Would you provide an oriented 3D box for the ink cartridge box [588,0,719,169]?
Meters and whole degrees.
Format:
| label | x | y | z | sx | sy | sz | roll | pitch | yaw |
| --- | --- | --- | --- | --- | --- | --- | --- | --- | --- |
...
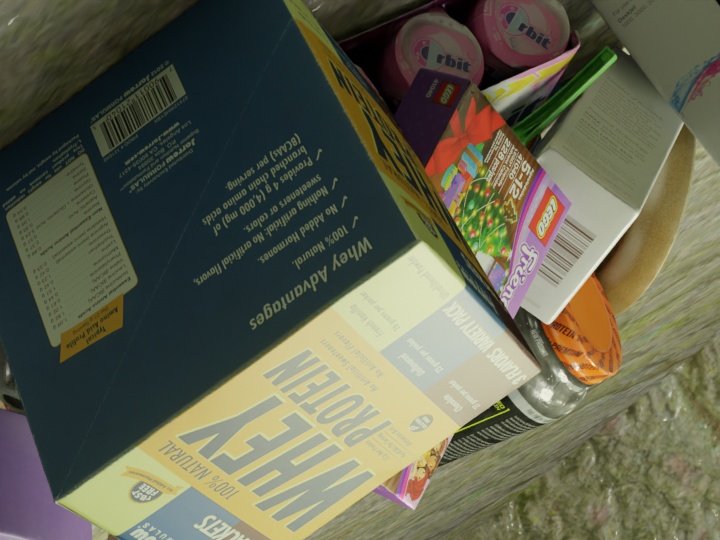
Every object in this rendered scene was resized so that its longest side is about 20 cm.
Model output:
| label | x | y | z | sx | sy | sz | roll | pitch | yaw |
| --- | --- | --- | --- | --- | --- | --- | --- | --- | --- |
| ink cartridge box | 0.257 | -0.131 | 1.190 | 0.085 | 0.201 | 0.144 | -43 | 164 | 24 |

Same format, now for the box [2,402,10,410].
| label | x | y | z | sx | sy | sz | roll | pitch | yaw |
| --- | --- | --- | --- | --- | --- | --- | --- | --- | --- |
| box | -0.129 | 0.060 | 1.166 | 0.200 | 0.103 | 0.094 | -40 | 163 | 29 |

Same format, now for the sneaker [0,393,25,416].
| label | x | y | z | sx | sy | sz | roll | pitch | yaw |
| --- | --- | --- | --- | --- | --- | --- | --- | --- | --- |
| sneaker | -0.140 | 0.007 | 1.070 | 0.199 | 0.081 | 0.083 | -31 | -176 | 18 |

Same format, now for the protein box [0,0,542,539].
| label | x | y | z | sx | sy | sz | roll | pitch | yaw |
| --- | --- | --- | --- | --- | --- | --- | --- | --- | --- |
| protein box | -0.059 | 0.004 | 0.855 | 0.198 | 0.201 | 0.135 | -35 | 141 | 9 |

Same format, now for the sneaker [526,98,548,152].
| label | x | y | z | sx | sy | sz | roll | pitch | yaw |
| --- | --- | --- | --- | --- | --- | --- | --- | --- | --- |
| sneaker | 0.040 | -0.071 | 1.174 | 0.199 | 0.073 | 0.077 | -34 | 156 | -8 |

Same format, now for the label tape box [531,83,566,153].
| label | x | y | z | sx | sy | sz | roll | pitch | yaw |
| --- | --- | --- | --- | --- | --- | --- | --- | --- | --- |
| label tape box | 0.072 | -0.051 | 1.320 | 0.200 | 0.064 | 0.144 | -41 | 165 | 29 |

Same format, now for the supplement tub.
| label | x | y | z | sx | sy | sz | roll | pitch | yaw |
| --- | --- | --- | --- | --- | --- | --- | --- | --- | --- |
| supplement tub | 0.076 | 0.064 | 1.271 | 0.199 | 0.124 | 0.122 | -24 | 171 | 25 |

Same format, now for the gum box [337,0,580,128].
| label | x | y | z | sx | sy | sz | roll | pitch | yaw |
| --- | --- | --- | --- | --- | --- | --- | --- | --- | --- |
| gum box | 0.028 | -0.097 | 1.058 | 0.199 | 0.066 | 0.114 | -26 | 165 | -26 |

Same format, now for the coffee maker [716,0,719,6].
| label | x | y | z | sx | sy | sz | roll | pitch | yaw |
| --- | --- | --- | --- | --- | --- | --- | --- | --- | --- |
| coffee maker | 0.211 | -0.179 | 0.915 | 0.134 | 0.201 | 0.192 | -15 | 155 | -46 |

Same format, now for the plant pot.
| label | x | y | z | sx | sy | sz | roll | pitch | yaw |
| --- | --- | --- | --- | --- | --- | --- | --- | --- | --- |
| plant pot | 0.179 | -0.065 | 1.315 | 0.027 | 0.202 | 0.200 | 11 | 146 | -21 |

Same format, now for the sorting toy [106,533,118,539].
| label | x | y | z | sx | sy | sz | roll | pitch | yaw |
| --- | --- | --- | --- | --- | --- | --- | --- | --- | --- |
| sorting toy | -0.101 | 0.134 | 1.230 | 0.036 | 0.187 | 0.199 | 27 | 154 | -34 |

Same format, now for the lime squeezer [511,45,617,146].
| label | x | y | z | sx | sy | sz | roll | pitch | yaw |
| --- | --- | --- | --- | --- | --- | --- | --- | --- | --- |
| lime squeezer | 0.063 | -0.070 | 1.037 | 0.199 | 0.038 | 0.071 | -26 | 134 | -24 |

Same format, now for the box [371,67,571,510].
| label | x | y | z | sx | sy | sz | roll | pitch | yaw |
| --- | --- | --- | --- | --- | --- | --- | --- | --- | --- |
| box | 0.031 | 0.012 | 0.972 | 0.137 | 0.039 | 0.201 | 42 | 72 | -50 |

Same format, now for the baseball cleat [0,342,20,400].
| label | x | y | z | sx | sy | sz | roll | pitch | yaw |
| --- | --- | --- | --- | --- | --- | --- | --- | --- | --- |
| baseball cleat | -0.142 | 0.059 | 0.982 | 0.107 | 0.198 | 0.070 | -85 | -174 | -70 |

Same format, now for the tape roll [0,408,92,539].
| label | x | y | z | sx | sy | sz | roll | pitch | yaw |
| --- | --- | --- | --- | --- | --- | --- | --- | --- | --- |
| tape roll | -0.261 | 0.166 | 1.084 | 0.197 | 0.086 | 0.201 | -7 | 145 | -5 |

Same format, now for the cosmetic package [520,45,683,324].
| label | x | y | z | sx | sy | sz | roll | pitch | yaw |
| --- | --- | --- | --- | --- | --- | --- | --- | --- | --- |
| cosmetic package | 0.142 | -0.059 | 1.150 | 0.102 | 0.074 | 0.200 | -53 | -179 | 29 |
